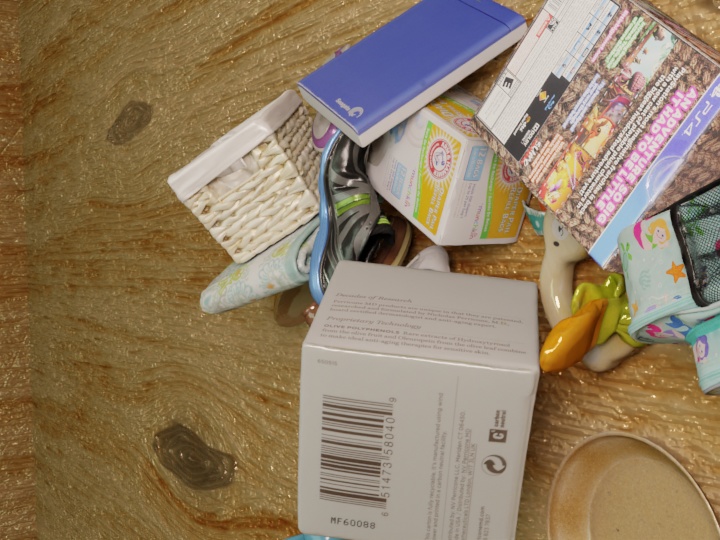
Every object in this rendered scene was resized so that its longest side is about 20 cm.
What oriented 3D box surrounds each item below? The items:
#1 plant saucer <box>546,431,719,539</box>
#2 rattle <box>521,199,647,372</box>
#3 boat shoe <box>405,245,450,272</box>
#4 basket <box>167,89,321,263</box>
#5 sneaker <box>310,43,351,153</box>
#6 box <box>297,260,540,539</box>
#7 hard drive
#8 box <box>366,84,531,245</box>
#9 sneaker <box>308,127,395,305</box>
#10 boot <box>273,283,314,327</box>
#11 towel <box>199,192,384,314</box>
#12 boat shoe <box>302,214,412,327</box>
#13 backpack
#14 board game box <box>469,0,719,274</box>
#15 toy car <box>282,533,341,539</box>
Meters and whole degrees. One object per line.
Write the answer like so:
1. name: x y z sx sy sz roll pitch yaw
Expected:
1. plant saucer: 0.237 0.235 0.806 0.200 0.035 0.203 4 95 58
2. rattle: 0.158 -0.007 0.829 0.130 0.142 0.201 113 137 -60
3. boat shoe: 0.057 0.047 1.067 0.200 0.073 0.066 125 164 -51
4. basket: -0.111 -0.109 1.096 0.135 0.200 0.124 -31 102 16
5. sneaker: -0.009 -0.189 1.140 0.075 0.099 0.201 -43 32 36
6. box: 0.054 0.121 0.868 0.172 0.198 0.201 -71 -15 -64
7. hard drive: 0.049 -0.210 0.950 0.132 0.199 0.025 45 167 47
8. box: 0.080 -0.119 0.973 0.200 0.101 0.113 46 130 47
9. sneaker: -0.001 -0.058 0.964 0.082 0.071 0.202 4 86 20
10. boot: -0.083 -0.041 1.284 0.202 0.070 0.144 -65 36 29
11. towel: -0.073 -0.028 1.089 0.170 0.200 0.048 -24 106 43
12. boat shoe: 0.000 0.000 1.048 0.072 0.067 0.201 -47 10 48
13. backpack: 0.269 0.003 0.611 0.200 0.176 0.152 -23 68 60
14. board game box: 0.205 -0.118 0.750 0.160 0.096 0.201 -58 44 26
15. toy car: -0.102 0.430 1.211 0.177 0.198 0.186 -44 55 50
